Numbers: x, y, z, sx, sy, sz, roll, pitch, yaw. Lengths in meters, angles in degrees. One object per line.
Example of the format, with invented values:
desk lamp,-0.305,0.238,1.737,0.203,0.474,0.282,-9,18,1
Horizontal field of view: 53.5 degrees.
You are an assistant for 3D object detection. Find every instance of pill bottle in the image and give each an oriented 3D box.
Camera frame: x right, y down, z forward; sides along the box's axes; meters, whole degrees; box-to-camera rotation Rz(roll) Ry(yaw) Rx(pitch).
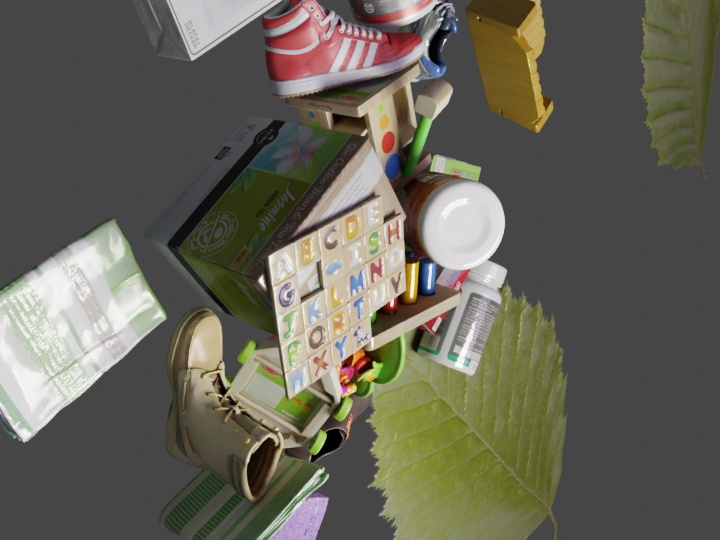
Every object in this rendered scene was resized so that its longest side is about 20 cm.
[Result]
pill bottle,0.102,-0.074,0.950,0.111,0.200,0.113,-3,103,-13
pill bottle,0.187,0.077,1.290,0.113,0.113,0.201,26,85,-54
pill bottle,0.021,-0.408,0.862,0.116,0.115,0.201,-49,138,-28

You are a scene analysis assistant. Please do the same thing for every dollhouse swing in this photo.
dollhouse swing,0.291,-0.381,1.195,0.175,0.182,0.200,-36,134,-11

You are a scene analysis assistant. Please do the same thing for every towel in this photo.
towel,-0.296,0.059,0.721,0.200,0.031,0.150,-45,137,-32
towel,-0.149,0.276,0.868,0.152,0.199,0.023,-41,116,-35

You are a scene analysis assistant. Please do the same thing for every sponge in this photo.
sponge,-0.131,0.392,1.080,0.200,0.030,0.112,26,84,-53

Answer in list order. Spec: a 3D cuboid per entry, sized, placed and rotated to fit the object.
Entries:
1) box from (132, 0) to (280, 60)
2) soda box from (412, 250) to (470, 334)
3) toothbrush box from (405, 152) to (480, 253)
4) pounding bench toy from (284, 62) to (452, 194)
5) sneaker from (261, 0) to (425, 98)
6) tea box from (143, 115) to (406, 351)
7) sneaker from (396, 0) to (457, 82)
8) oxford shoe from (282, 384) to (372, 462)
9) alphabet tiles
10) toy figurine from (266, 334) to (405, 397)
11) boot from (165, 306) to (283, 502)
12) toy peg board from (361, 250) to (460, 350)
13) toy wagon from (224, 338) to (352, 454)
box,-0.143,-0.316,0.735,0.200,0.060,0.117,-47,137,-29
soda box,0.119,-0.012,1.057,0.201,0.070,0.063,-58,138,-13
toothbrush box,0.101,-0.082,1.131,0.145,0.086,0.201,0,104,-52
pounding bench toy,0.031,-0.166,0.908,0.124,0.199,0.157,-43,134,-34
sneaker,-0.020,-0.285,0.850,0.199,0.071,0.113,-18,120,-12
tea box,-0.092,-0.050,0.801,0.200,0.196,0.134,-55,141,-22
sneaker,0.103,-0.368,1.013,0.077,0.085,0.201,-19,119,-47
oxford shoe,-0.037,0.240,1.100,0.200,0.072,0.072,-31,127,-42
alphabet tiles,-0.016,0.019,0.757,0.200,0.008,0.168,-31,128,-40
toy figurine,-0.060,0.130,1.011,0.183,0.150,0.201,-15,142,-34
boot,-0.158,0.155,0.836,0.073,0.155,0.201,-6,109,-51
toy peg board,0.000,0.000,0.938,0.199,0.199,0.098,-22,121,-46
toy wagon,-0.087,0.144,0.903,0.200,0.155,0.040,-55,-172,26
